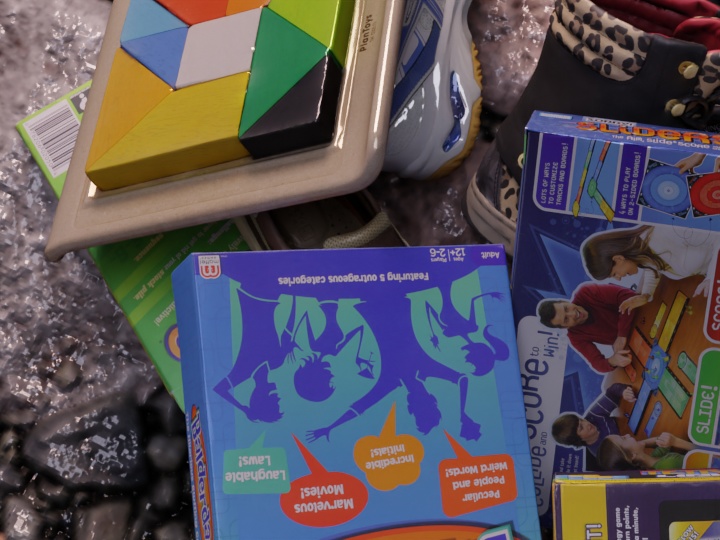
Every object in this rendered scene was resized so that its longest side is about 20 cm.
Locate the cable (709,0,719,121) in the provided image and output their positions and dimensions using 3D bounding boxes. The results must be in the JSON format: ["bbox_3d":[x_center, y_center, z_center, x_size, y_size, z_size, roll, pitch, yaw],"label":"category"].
[{"bbox_3d":[0.246,-0.137,0.882,0.200,0.051,0.163,13,72,12],"label":"cable"}]

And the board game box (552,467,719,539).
[{"bbox_3d":[0.172,0.189,0.789,0.165,0.057,0.200,-2,89,8],"label":"board game box"}]

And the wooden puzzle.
[{"bbox_3d":[-0.067,-0.101,0.875,0.200,0.037,0.185,-14,49,27],"label":"wooden puzzle"}]

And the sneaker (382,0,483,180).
[{"bbox_3d":[0.014,-0.149,0.925,0.088,0.075,0.200,7,68,-24],"label":"sneaker"}]

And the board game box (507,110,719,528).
[{"bbox_3d":[0.135,0.032,0.823,0.135,0.034,0.200,9,112,10],"label":"board game box"}]

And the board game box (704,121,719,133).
[{"bbox_3d":[0.248,-0.113,0.919,0.200,0.035,0.126,-11,70,4],"label":"board game box"}]

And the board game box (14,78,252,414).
[{"bbox_3d":[-0.097,-0.022,0.938,0.096,0.030,0.200,-31,68,-5],"label":"board game box"}]

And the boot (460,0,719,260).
[{"bbox_3d":[0.154,-0.047,0.848,0.200,0.151,0.073,32,37,21],"label":"boot"}]

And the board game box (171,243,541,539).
[{"bbox_3d":[0.001,0.090,0.785,0.152,0.045,0.200,-3,78,-19],"label":"board game box"}]

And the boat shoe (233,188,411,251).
[{"bbox_3d":[-0.005,0.003,0.867,0.075,0.075,0.202,-34,71,-19],"label":"boat shoe"}]
